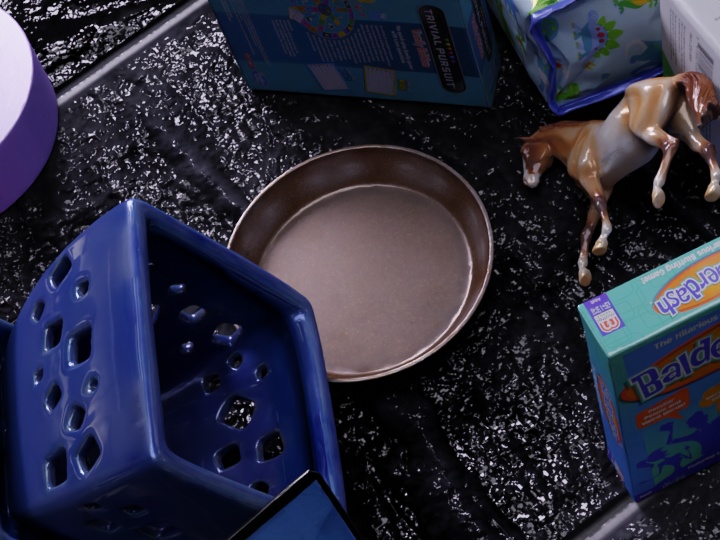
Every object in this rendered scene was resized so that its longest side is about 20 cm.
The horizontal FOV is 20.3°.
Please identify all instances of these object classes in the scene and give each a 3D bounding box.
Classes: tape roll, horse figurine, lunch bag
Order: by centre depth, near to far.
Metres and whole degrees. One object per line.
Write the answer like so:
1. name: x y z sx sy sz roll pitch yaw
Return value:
1. horse figurine: 0.190 -0.082 1.412 0.200 0.050 0.133 -39 42 43
2. lunch bag: 0.196 -0.234 1.497 0.199 0.128 0.170 -20 46 -2
3. tape roll: -0.344 -0.122 1.600 0.199 0.066 0.201 -7 57 10

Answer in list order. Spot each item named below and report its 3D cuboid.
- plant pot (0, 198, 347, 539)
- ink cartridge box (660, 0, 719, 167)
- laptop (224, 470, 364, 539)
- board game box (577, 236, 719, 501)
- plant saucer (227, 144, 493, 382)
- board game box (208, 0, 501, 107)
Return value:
1. plant pot: -0.143 0.103 1.323 0.179 0.200 0.201 -29 52 25
2. ink cartridge box: 0.292 -0.106 1.389 0.084 0.146 0.200 -26 57 -9
3. laptop: -0.027 0.261 1.235 0.177 0.103 0.200 -39 71 -12
4. board game box: 0.222 0.056 1.271 0.151 0.200 0.045 -26 56 -3
5. plant saucer: 0.000 0.000 1.459 0.199 0.035 0.201 -6 56 9
6. board game box: -0.005 -0.188 1.507 0.199 0.151 0.047 6 63 16
